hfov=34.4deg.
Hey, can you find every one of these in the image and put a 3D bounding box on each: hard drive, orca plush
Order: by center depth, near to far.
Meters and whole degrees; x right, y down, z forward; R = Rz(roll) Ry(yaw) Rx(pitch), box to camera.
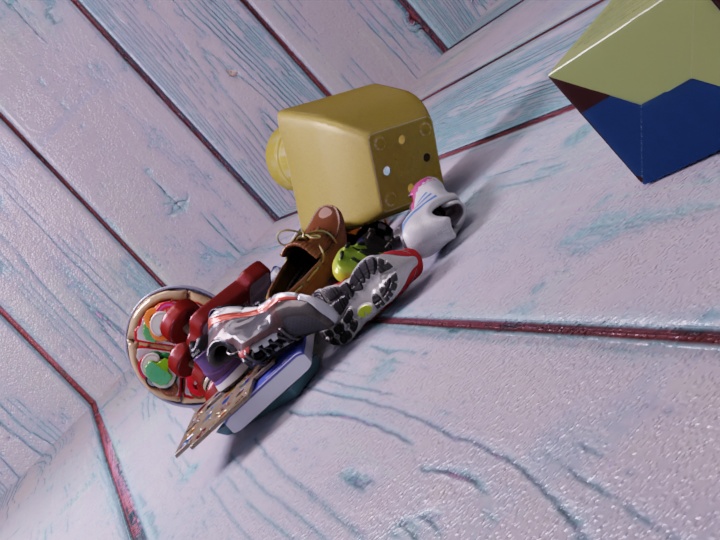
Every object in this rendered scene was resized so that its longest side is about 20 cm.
[{"bbox_3d":[-0.114,0.130,1.513,0.132,0.025,0.200,-42,8,7],"label":"hard drive"},{"bbox_3d":[-0.025,-0.019,1.758,0.200,0.071,0.105,-48,9,-22],"label":"orca plush"}]

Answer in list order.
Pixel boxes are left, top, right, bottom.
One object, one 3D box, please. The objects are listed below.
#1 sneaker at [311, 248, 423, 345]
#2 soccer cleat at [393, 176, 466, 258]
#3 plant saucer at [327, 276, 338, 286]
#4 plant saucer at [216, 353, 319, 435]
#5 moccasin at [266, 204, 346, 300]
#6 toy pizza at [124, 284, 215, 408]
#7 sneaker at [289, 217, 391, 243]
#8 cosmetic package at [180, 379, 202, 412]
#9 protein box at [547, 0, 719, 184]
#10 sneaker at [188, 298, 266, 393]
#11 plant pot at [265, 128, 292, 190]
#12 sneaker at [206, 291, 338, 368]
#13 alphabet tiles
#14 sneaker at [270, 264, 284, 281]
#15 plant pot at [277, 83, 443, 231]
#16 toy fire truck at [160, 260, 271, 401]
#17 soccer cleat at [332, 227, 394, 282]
[{"bbox_3d":[0.010,0.032,1.448,0.084,0.078,0.199,-24,-6,-43],"label":"sneaker"},{"bbox_3d":[0.104,-0.073,1.501,0.086,0.070,0.200,-22,19,22],"label":"soccer cleat"},{"bbox_3d":[-0.080,0.017,1.693,0.201,0.034,0.201,-54,23,35],"label":"plant saucer"},{"bbox_3d":[-0.120,0.166,1.511,0.199,0.019,0.070,-33,14,48],"label":"plant saucer"},{"bbox_3d":[-0.076,-0.016,1.573,0.073,0.078,0.202,2,48,35],"label":"moccasin"},{"bbox_3d":[-0.273,0.121,1.794,0.200,0.200,0.032,-40,6,18],"label":"toy pizza"},{"bbox_3d":[-0.038,-0.053,1.917,0.199,0.079,0.077,-24,-8,-27],"label":"sneaker"},{"bbox_3d":[-0.214,0.125,1.843,0.200,0.104,0.073,-42,10,19],"label":"cosmetic package"},{"bbox_3d":[0.305,-0.211,0.982,0.200,0.135,0.198,-49,10,-27],"label":"protein box"},{"bbox_3d":[-0.155,0.068,1.575,0.076,0.088,0.200,-35,11,44],"label":"sneaker"},{"bbox_3d":[-0.151,-0.338,3.419,0.201,0.201,0.188,-47,26,-23],"label":"plant pot"},{"bbox_3d":[-0.112,0.086,1.446,0.198,0.077,0.083,-14,51,36],"label":"sneaker"},{"bbox_3d":[-0.168,0.162,1.491,0.167,0.008,0.200,-42,8,8],"label":"alphabet tiles"},{"bbox_3d":[-0.116,0.032,1.887,0.077,0.085,0.200,-49,11,-31],"label":"sneaker"},{"bbox_3d":[0.019,-0.167,1.751,0.193,0.198,0.199,-20,16,-28],"label":"plant pot"},{"bbox_3d":[-0.189,0.097,1.695,0.168,0.112,0.201,-38,-30,-28],"label":"toy fire truck"},{"bbox_3d":[0.001,0.000,1.573,0.084,0.064,0.200,-65,-6,16],"label":"soccer cleat"}]
